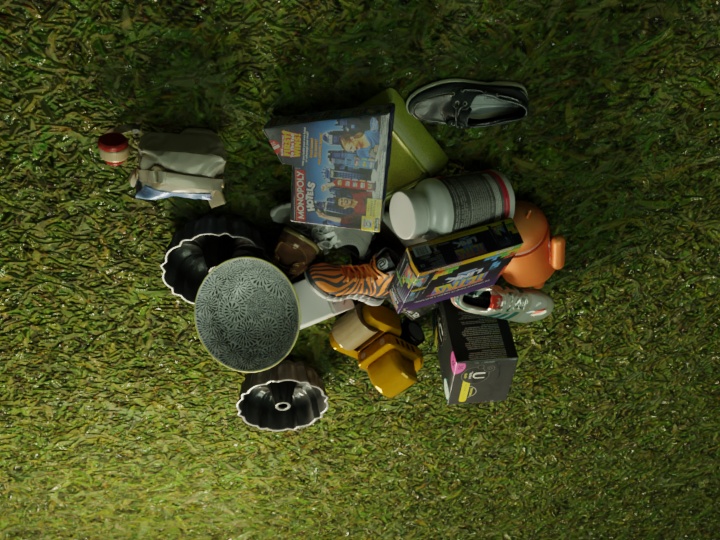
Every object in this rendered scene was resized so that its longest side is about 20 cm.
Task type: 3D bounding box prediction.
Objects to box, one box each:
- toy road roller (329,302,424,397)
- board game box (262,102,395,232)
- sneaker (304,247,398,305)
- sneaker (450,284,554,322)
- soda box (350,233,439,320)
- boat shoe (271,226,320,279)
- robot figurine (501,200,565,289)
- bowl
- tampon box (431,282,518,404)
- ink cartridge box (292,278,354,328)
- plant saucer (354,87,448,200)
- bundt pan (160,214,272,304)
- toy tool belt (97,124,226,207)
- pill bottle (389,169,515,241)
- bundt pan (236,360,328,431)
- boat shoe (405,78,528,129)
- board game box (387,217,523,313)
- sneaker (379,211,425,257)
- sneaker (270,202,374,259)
[{"bbox_3d":[0.043,0.168,1.796,0.200,0.146,0.123,28,127,-34],"label":"toy road roller"},{"bbox_3d":[-0.054,-0.175,1.397,0.199,0.062,0.200,9,116,7],"label":"board game box"},{"bbox_3d":[0.000,0.000,1.549,0.200,0.078,0.112,7,141,-45],"label":"sneaker"},{"bbox_3d":[0.270,0.064,1.657,0.199,0.093,0.071,9,96,2],"label":"sneaker"},{"bbox_3d":[0.068,0.015,1.690,0.071,0.063,0.200,-31,134,23],"label":"soda box"},{"bbox_3d":[-0.117,-0.023,1.526,0.072,0.068,0.200,30,168,1],"label":"boat shoe"},{"bbox_3d":[0.301,-0.049,1.617,0.117,0.144,0.200,-32,136,0],"label":"robot figurine"},{"bbox_3d":[-0.184,0.074,1.550,0.200,0.201,0.094,-22,177,16],"label":"bowl"},{"bbox_3d":[0.224,0.144,1.758,0.126,0.200,0.150,-3,138,-5],"label":"tampon box"},{"bbox_3d":[-0.129,0.073,1.660,0.200,0.084,0.145,-23,177,15],"label":"ink cartridge box"},{"bbox_3d":[0.023,-0.183,1.473,0.199,0.048,0.200,-27,136,20],"label":"plant saucer"},{"bbox_3d":[-0.259,-0.024,1.583,0.201,0.076,0.202,-5,139,-4],"label":"bundt pan"},{"bbox_3d":[-0.314,-0.153,1.398,0.200,0.125,0.123,1,129,-10],"label":"toy tool belt"},{"bbox_3d":[0.154,-0.107,1.489,0.200,0.111,0.111,-11,143,-28],"label":"pill bottle"},{"bbox_3d":[-0.172,0.266,1.912,0.201,0.076,0.202,-5,139,-4],"label":"bundt pan"},{"bbox_3d":[0.175,-0.257,1.398,0.199,0.066,0.075,-1,136,-9],"label":"boat shoe"},{"bbox_3d":[0.160,-0.006,1.504,0.200,0.057,0.165,-16,156,-17],"label":"board game box"},{"bbox_3d":[0.107,-0.057,1.630,0.200,0.073,0.085,45,77,-30],"label":"sneaker"},{"bbox_3d":[-0.064,-0.071,1.541,0.200,0.082,0.075,12,170,-22],"label":"sneaker"}]
